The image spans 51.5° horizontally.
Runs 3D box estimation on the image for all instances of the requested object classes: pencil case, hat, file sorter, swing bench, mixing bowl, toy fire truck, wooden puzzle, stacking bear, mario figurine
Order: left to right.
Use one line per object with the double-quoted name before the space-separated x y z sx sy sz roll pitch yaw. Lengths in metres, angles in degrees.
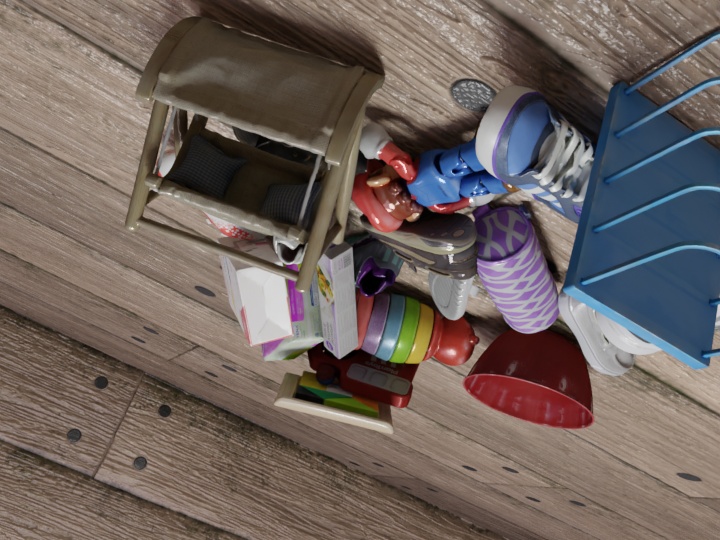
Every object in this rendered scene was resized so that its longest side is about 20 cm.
"swing bench" -0.104 -0.118 0.727 0.198 0.130 0.200 19 120 7
"hat" -0.070 -0.113 0.875 0.200 0.081 0.201 18 157 8
"wooden puzzle" -0.038 0.203 1.199 0.185 0.037 0.200 14 -178 -2
"toy fire truck" 0.002 0.145 1.245 0.200 0.168 0.112 17 119 9
"stacking bear" 0.084 0.094 1.175 0.199 0.114 0.122 14 140 -4
"mario figurine" 0.073 -0.112 0.790 0.200 0.106 0.124 -11 104 38
"pencil case" 0.186 0.002 0.909 0.086 0.084 0.200 53 179 40
"mixing bowl" 0.267 0.154 1.140 0.200 0.109 0.200 19 159 8
"file sorter" 0.261 -0.053 0.556 0.139 0.200 0.123 28 155 -16

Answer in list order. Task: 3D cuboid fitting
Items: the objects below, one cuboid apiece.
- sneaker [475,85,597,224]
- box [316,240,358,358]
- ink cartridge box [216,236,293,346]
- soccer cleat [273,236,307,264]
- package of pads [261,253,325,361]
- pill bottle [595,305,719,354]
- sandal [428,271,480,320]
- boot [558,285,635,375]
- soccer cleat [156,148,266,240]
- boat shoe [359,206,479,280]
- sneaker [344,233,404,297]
"sneaker" 0.195 -0.082 0.636 0.146 0.081 0.200 30 -177 30
"box" -0.033 0.040 1.048 0.039 0.041 0.200 38 147 35
"ink cartridge box" -0.161 0.015 1.098 0.067 0.117 0.200 -13 -158 -15
"soccer cleat" -0.091 -0.042 1.029 0.070 0.087 0.200 20 166 5
"package of pads" -0.118 0.056 1.210 0.068 0.155 0.200 -2 165 -21
"pill bottle" 0.324 0.016 0.764 0.116 0.116 0.200 21 158 1
"sandal" 0.136 0.008 1.000 0.050 0.083 0.203 -20 159 -12
"boot" 0.336 0.082 0.958 0.095 0.074 0.200 8 154 46
"soccer cleat" -0.188 -0.104 1.026 0.085 0.069 0.200 -18 139 37
"boat shoe" 0.064 -0.032 0.871 0.200 0.074 0.073 29 142 59
"sneaker" 0.000 0.000 1.060 0.074 0.088 0.200 28 157 -16
